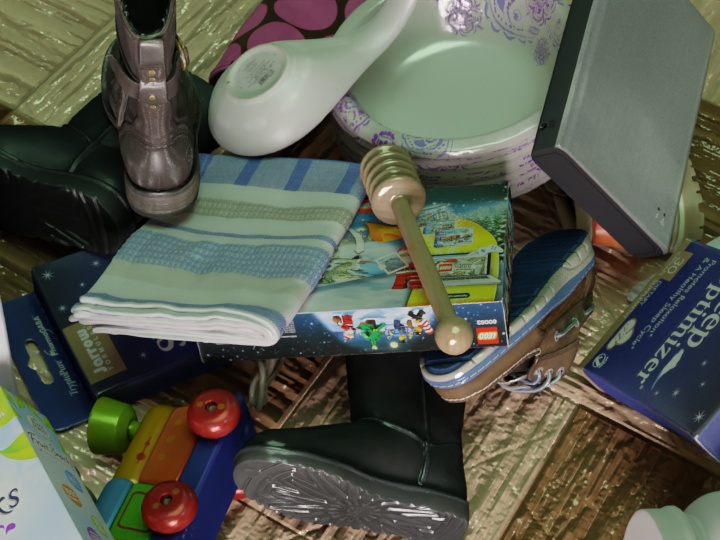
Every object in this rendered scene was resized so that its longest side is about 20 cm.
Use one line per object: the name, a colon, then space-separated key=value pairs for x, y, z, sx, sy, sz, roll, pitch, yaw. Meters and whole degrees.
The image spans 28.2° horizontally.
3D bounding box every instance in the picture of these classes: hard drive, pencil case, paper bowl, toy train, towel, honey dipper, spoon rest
hard drive: x=0.192 y=-0.130 z=1.027 sx=0.033 sy=0.139 sz=0.200 roll=-10 pitch=53 yaw=44
pencil case: x=-0.040 y=-0.194 z=1.155 sx=0.093 sy=0.091 sz=0.200 roll=20 pitch=55 yaw=14
paper bowl: x=0.076 y=-0.128 z=1.089 sx=0.200 sy=0.104 sz=0.201 roll=-5 pitch=50 yaw=5
toy train: x=-0.123 y=0.104 z=0.925 sx=0.115 sy=0.085 sz=0.200 roll=8 pitch=50 yaw=18
towel: x=-0.086 y=-0.020 z=0.946 sx=0.146 sy=0.024 sz=0.200 roll=5 pitch=37 yaw=21
honey dipper: x=0.035 y=-0.015 z=0.892 sx=0.038 sy=0.038 sz=0.200 roll=-5 pitch=35 yaw=-9
spoon rest: x=-0.028 y=-0.158 z=1.040 sx=0.200 sy=0.061 sz=0.099 roll=-44 pitch=48 yaw=-3

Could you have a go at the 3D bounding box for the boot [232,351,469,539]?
boot: x=-0.002 y=0.068 z=0.948 sx=0.165 sy=0.066 sz=0.200 roll=21 pitch=51 yaw=-24

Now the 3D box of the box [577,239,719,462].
box: x=0.227 y=0.049 z=0.913 sx=0.032 sy=0.200 sz=0.121 roll=42 pitch=87 yaw=-21

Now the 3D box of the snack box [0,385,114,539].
snack box: x=-0.218 y=0.195 z=0.810 sx=0.169 sy=0.068 sz=0.200 roll=-37 pitch=59 yaw=-2

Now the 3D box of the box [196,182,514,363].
box: x=0.000 y=0.000 z=0.947 sx=0.199 sy=0.038 sz=0.137 roll=-3 pitch=35 yaw=11

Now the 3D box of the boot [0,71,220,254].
boot: x=-0.212 y=-0.097 z=1.071 sx=0.200 sy=0.077 sz=0.168 roll=16 pitch=43 yaw=21

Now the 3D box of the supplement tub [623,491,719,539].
supplement tub: x=0.263 y=0.202 z=0.837 sx=0.199 sy=0.145 sz=0.145 roll=2 pitch=52 yaw=-5

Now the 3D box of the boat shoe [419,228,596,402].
boat shoe: x=0.114 y=0.043 z=0.972 sx=0.072 sy=0.073 sz=0.200 roll=-5 pitch=23 yaw=41

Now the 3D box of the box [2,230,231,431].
box: x=-0.147 y=0.027 z=1.007 sx=0.200 sy=0.032 sz=0.121 roll=-22 pitch=57 yaw=-20

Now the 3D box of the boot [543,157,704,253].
boot: x=0.190 y=-0.100 z=1.115 sx=0.107 sy=0.075 sz=0.200 roll=-6 pitch=54 yaw=-4

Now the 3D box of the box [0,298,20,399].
box: x=-0.288 y=0.001 z=0.904 sx=0.105 sy=0.200 sz=0.184 roll=-13 pitch=54 yaw=-16

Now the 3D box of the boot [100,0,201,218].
boot: x=-0.139 y=-0.152 z=0.951 sx=0.069 sy=0.174 sz=0.200 roll=-9 pitch=46 yaw=-11

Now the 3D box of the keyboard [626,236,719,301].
keyboard: x=0.293 y=-0.013 z=1.083 sx=0.200 sy=0.011 sz=0.056 roll=-28 pitch=41 yaw=-24
